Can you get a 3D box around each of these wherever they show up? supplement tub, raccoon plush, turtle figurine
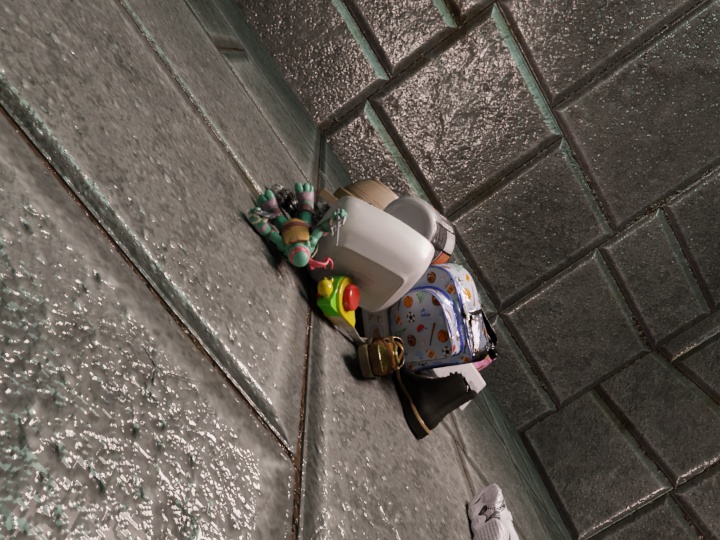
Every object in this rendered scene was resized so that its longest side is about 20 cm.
[{"bbox_3d":[0.119,-0.067,1.169,0.124,0.121,0.199,59,15,18],"label":"supplement tub"},{"bbox_3d":[-0.069,-0.122,1.095,0.200,0.134,0.097,44,17,-4],"label":"raccoon plush"},{"bbox_3d":[-0.103,-0.067,0.918,0.201,0.146,0.103,-115,-148,-55],"label":"turtle figurine"}]

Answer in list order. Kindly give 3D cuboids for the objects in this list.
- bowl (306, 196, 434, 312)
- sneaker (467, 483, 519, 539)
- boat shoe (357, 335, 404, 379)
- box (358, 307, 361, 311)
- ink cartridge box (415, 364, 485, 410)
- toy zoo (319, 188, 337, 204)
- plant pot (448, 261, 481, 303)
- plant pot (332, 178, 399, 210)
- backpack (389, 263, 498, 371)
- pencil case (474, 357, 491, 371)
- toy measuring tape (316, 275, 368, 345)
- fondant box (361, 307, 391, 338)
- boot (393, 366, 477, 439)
[{"bbox_3d":[0.006,-0.009,1.008,0.197,0.200,0.076,28,52,-12],"label":"bowl"},{"bbox_3d":[0.255,0.487,1.079,0.116,0.074,0.200,57,13,-4],"label":"sneaker"},{"bbox_3d":[0.045,0.149,1.017,0.200,0.066,0.074,-3,79,-82],"label":"boat shoe"},{"bbox_3d":[0.000,0.000,1.231,0.200,0.037,0.140,42,52,-63],"label":"box"},{"bbox_3d":[0.155,0.191,1.308,0.177,0.084,0.199,54,-14,-18],"label":"ink cartridge box"},{"bbox_3d":[-0.008,-0.101,1.316,0.131,0.021,0.200,43,1,28],"label":"toy zoo"},{"bbox_3d":[0.204,0.066,1.409,0.202,0.133,0.200,55,5,-7],"label":"plant pot"},{"bbox_3d":[0.039,-0.141,1.332,0.200,0.093,0.201,39,1,-1],"label":"plant pot"},{"bbox_3d":[0.138,0.085,1.111,0.152,0.196,0.196,6,74,-54],"label":"backpack"},{"bbox_3d":[0.246,0.240,1.485,0.083,0.198,0.087,47,10,-49],"label":"pencil case"},{"bbox_3d":[-0.023,0.061,1.002,0.074,0.073,0.201,62,6,36],"label":"toy measuring tape"},{"bbox_3d":[0.047,0.042,1.189,0.144,0.057,0.206,-2,84,-68],"label":"fondant box"},{"bbox_3d":[0.145,0.224,1.162,0.078,0.137,0.201,50,9,-31],"label":"boot"}]
